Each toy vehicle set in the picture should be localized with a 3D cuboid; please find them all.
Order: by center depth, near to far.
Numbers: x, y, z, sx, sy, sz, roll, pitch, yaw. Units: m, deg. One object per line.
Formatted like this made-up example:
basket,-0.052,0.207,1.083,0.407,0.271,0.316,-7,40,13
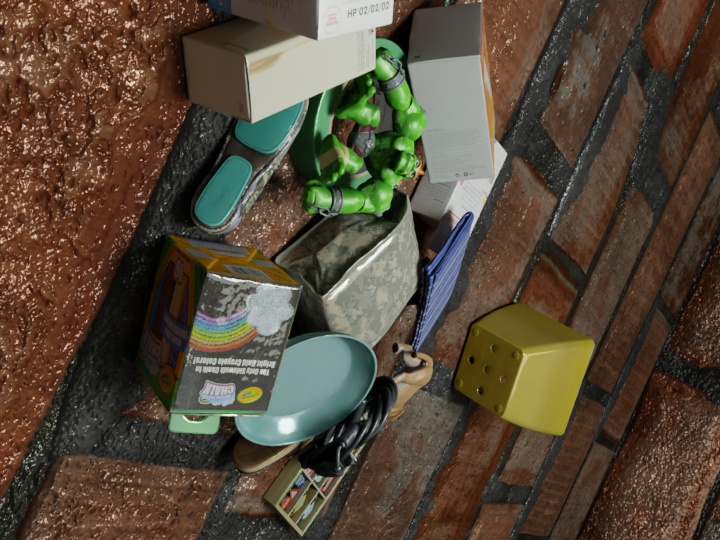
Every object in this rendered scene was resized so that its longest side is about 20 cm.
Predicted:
toy vehicle set,-0.063,0.304,1.354,0.201,0.026,0.125,-53,145,-19

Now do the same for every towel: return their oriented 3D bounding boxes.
towel,0.118,0.019,1.293,0.145,0.024,0.202,-53,163,-36

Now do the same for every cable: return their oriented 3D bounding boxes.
cable,-0.019,0.220,1.221,0.164,0.051,0.200,-53,-176,-22

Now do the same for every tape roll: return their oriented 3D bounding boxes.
tape roll,-0.009,-0.197,1.096,0.199,0.048,0.204,-34,136,-40

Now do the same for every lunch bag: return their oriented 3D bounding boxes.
lunch bag,0.000,0.000,1.163,0.199,0.117,0.166,-41,142,-21

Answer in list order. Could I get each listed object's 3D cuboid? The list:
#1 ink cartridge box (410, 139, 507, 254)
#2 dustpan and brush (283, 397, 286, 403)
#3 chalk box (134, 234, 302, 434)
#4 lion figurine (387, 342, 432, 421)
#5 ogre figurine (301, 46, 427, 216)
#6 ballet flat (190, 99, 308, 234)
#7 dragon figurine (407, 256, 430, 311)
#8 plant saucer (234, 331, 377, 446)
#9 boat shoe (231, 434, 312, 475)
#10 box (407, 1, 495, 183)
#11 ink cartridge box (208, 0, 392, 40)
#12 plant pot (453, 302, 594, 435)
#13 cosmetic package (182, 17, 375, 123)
ink cartridge box,0.144,-0.122,1.342,0.115,0.067,0.203,30,85,-58
dustpan and brush,-0.130,0.103,1.100,0.140,0.057,0.202,-46,145,-27
chalk box,-0.166,0.082,0.954,0.123,0.124,0.204,9,105,-36
lion figurine,0.061,0.178,1.340,0.121,0.074,0.199,9,145,-40
ogre figurine,0.015,-0.151,1.037,0.119,0.097,0.205,21,78,-40
ballet flat,-0.125,-0.126,0.973,0.202,0.071,0.072,-58,146,-12
dragon figurine,0.072,0.003,1.327,0.099,0.058,0.203,-35,137,-38
plant saucer,-0.073,0.144,1.104,0.196,0.036,0.203,-18,137,-17
boat shoe,-0.104,0.238,1.217,0.199,0.071,0.073,-37,140,-48
box,0.129,-0.239,1.177,0.202,0.095,0.126,73,19,-46
ink cartridge box,-0.045,-0.278,0.840,0.114,0.198,0.069,-27,132,-42
plant pot,0.296,0.188,1.659,0.174,0.199,0.204,5,107,-43
cosmetic package,-0.082,-0.232,0.920,0.199,0.104,0.072,-35,135,-41
